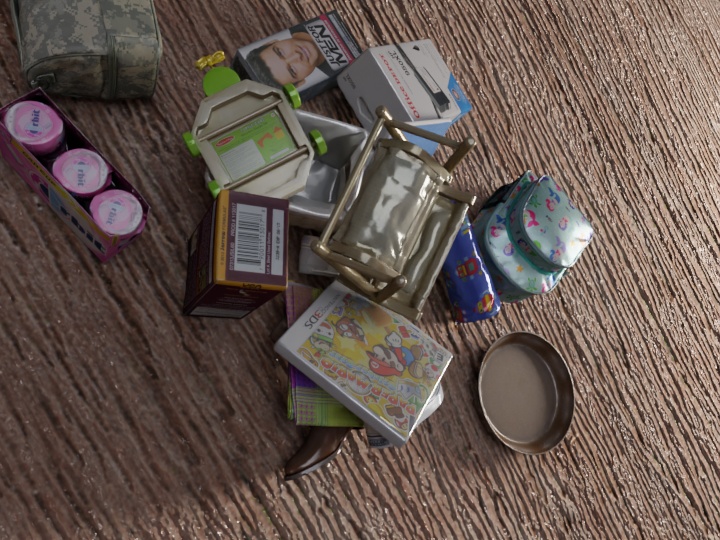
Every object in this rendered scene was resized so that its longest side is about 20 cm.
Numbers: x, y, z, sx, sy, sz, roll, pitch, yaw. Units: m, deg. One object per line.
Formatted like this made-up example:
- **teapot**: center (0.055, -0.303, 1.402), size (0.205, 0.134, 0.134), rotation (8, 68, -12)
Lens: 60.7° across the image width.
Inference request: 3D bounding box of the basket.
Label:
- **basket**: center (-0.101, -0.140, 0.858), size (0.199, 0.123, 0.136), rotation (15, 81, -7)

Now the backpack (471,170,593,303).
- **backpack**: center (0.278, -0.050, 1.038), size (0.178, 0.150, 0.200), rotation (47, 66, -8)

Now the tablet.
- **tablet**: center (0.065, -0.168, 0.920), size (0.014, 0.131, 0.200), rotation (39, 31, 17)

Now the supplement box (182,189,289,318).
- **supplement box**: center (-0.161, -0.011, 0.778), size (0.085, 0.200, 0.111), rotation (7, 73, -24)

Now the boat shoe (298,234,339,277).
- **boat shoe**: center (0.000, 0.000, 0.933), size (0.199, 0.072, 0.069), rotation (14, 91, -29)

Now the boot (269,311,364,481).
- **boot**: center (-0.081, 0.156, 0.847), size (0.186, 0.064, 0.201), rotation (-33, 95, -42)

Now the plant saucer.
- **plant saucer**: center (0.271, 0.202, 1.023), size (0.199, 0.032, 0.202), rotation (7, 74, -23)

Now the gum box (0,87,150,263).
- **gum box**: center (-0.352, -0.108, 0.763), size (0.200, 0.113, 0.066), rotation (48, 62, -7)

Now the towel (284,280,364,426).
- **towel**: center (-0.041, 0.114, 0.846), size (0.143, 0.023, 0.201), rotation (12, 62, -36)

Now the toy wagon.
- **toy wagon**: center (-0.143, -0.179, 0.774), size (0.155, 0.040, 0.201), rotation (-28, 87, -10)

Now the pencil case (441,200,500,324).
- **pencil case**: center (0.157, -0.013, 0.977), size (0.078, 0.087, 0.201), rotation (-24, 106, -6)

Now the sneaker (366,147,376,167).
- **sneaker**: center (-0.034, -0.171, 0.960), size (0.199, 0.074, 0.088), rotation (24, 72, -17)

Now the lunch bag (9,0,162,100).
- **lunch bag**: center (-0.365, -0.331, 0.805), size (0.167, 0.139, 0.201), rotation (-9, 79, -28)

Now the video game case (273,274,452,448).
- **video game case**: center (0.012, 0.108, 0.813), size (0.200, 0.023, 0.182), rotation (38, 40, 4)

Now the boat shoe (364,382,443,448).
- **boat shoe**: center (0.055, 0.168, 0.864), size (0.202, 0.074, 0.087), rotation (-23, 98, -58)

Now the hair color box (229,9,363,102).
- **hair color box**: center (-0.096, -0.328, 0.979), size (0.200, 0.061, 0.099), rotation (-35, 92, -28)

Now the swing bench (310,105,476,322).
- **swing bench**: center (0.053, -0.063, 0.797), size (0.129, 0.200, 0.200), rotation (23, 79, 16)

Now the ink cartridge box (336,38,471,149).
- **ink cartridge box**: center (0.076, -0.287, 1.002), size (0.200, 0.084, 0.145), rotation (-33, 91, -49)
